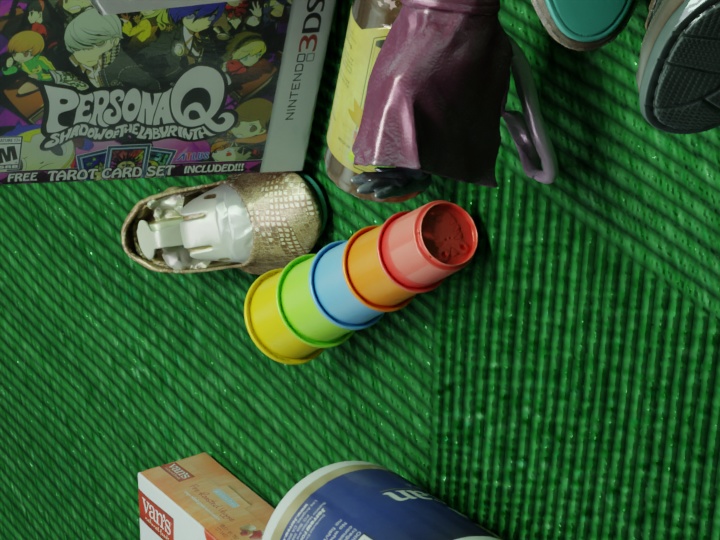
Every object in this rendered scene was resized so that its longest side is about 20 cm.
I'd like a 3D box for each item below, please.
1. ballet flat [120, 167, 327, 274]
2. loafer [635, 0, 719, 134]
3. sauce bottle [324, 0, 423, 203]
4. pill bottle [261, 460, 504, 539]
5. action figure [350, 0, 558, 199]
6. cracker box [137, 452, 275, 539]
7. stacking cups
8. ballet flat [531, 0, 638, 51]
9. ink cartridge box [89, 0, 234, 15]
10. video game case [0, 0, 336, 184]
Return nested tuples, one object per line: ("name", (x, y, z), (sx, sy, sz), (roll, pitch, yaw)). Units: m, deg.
("ballet flat", (-0.091, -0.024, 1.763), (0.200, 0.065, 0.071), (-14, 92, 61))
("loafer", (0.176, -0.145, 1.247), (0.200, 0.072, 0.063), (119, 150, -43))
("sauce bottle", (0.024, -0.128, 1.511), (0.065, 0.065, 0.200), (50, 144, 38))
("pill bottle", (0.037, 0.188, 1.589), (0.200, 0.111, 0.111), (28, 127, 53))
("action figure", (0.049, -0.135, 1.393), (0.134, 0.149, 0.200), (-129, 46, -67))
("cracker box", (-0.091, 0.240, 1.895), (0.134, 0.058, 0.200), (33, 130, 50))
("stacking cups", (0.000, 0.000, 1.623), (0.200, 0.060, 0.061), (-33, 74, 58))
("ballet flat", (0.098, -0.206, 1.359), (0.067, 0.068, 0.200), (-145, 50, -76))
("ink cartridge box", (-0.082, -0.245, 1.504), (0.085, 0.145, 0.200), (71, -167, -75))
("video game case", (-0.116, -0.130, 1.618), (0.036, 0.200, 0.181), (-112, 26, -45))
